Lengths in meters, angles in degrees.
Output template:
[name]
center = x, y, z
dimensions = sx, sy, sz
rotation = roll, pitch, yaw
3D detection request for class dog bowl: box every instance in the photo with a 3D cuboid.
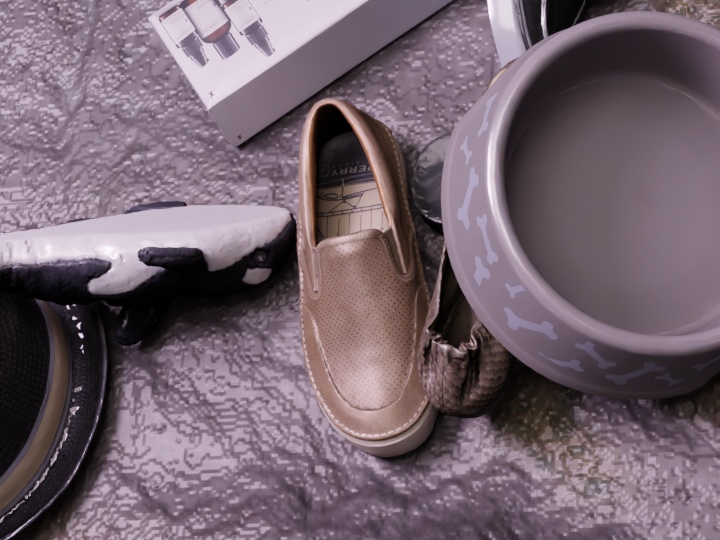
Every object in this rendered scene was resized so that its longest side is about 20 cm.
[dog bowl]
center = 0.142, -0.038, 1.159
dimensions = 0.199, 0.059, 0.201
rotation = 2, 76, -9

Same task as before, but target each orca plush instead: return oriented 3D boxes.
[orca plush]
center = -0.131, 0.012, 1.254
dimensions = 0.199, 0.072, 0.105
rotation = -11, 18, -28

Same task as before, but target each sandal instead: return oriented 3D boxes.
[sandal]
center = 0.122, -0.054, 1.229
dimensions = 0.199, 0.048, 0.076
rotation = -7, 63, 14

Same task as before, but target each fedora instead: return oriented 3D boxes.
[fedora]
center = -0.235, 0.055, 1.265
dimensions = 0.199, 0.092, 0.202
rotation = -7, 63, 14

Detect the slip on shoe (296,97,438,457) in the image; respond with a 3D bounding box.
[slip on shoe]
center = 0.000, 0.000, 1.235
dimensions = 0.076, 0.061, 0.201
rotation = -9, 62, 13

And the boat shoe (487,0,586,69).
[boat shoe]
center = 0.114, -0.188, 1.283
dimensions = 0.068, 0.074, 0.200
rotation = -5, 59, 23

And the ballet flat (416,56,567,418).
[ballet flat]
center = 0.069, -0.023, 1.195
dimensions = 0.067, 0.046, 0.201
rotation = 9, 75, 30

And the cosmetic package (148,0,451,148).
[cosmetic package]
center = -0.016, -0.164, 1.328
dimensions = 0.199, 0.051, 0.083
rotation = -35, 60, -1
